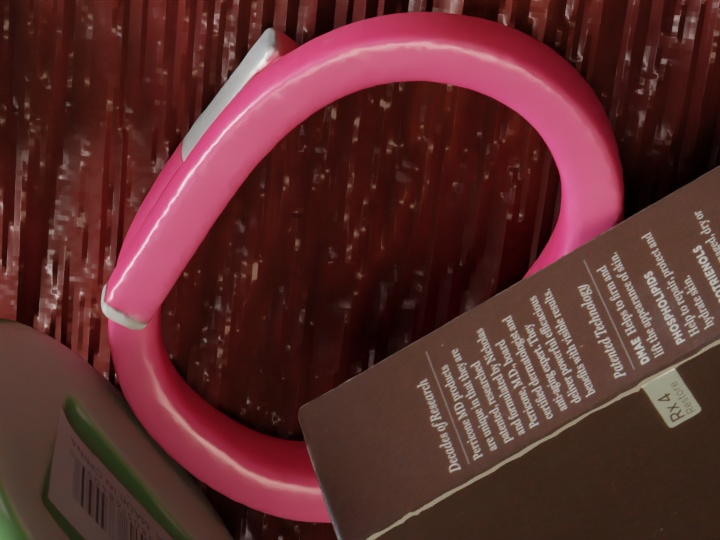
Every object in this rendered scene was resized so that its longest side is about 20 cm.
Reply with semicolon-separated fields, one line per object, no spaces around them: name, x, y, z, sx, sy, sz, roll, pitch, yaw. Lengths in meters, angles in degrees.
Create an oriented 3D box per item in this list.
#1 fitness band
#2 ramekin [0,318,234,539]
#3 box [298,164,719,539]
fitness band;0.000;0.000;0.936;0.143;0.038;0.200;29;118;-15
ramekin;-0.109;0.112;0.919;0.097;0.200;0.200;-36;114;12
box;0.092;0.046;0.912;0.199;0.075;0.100;-30;131;11
